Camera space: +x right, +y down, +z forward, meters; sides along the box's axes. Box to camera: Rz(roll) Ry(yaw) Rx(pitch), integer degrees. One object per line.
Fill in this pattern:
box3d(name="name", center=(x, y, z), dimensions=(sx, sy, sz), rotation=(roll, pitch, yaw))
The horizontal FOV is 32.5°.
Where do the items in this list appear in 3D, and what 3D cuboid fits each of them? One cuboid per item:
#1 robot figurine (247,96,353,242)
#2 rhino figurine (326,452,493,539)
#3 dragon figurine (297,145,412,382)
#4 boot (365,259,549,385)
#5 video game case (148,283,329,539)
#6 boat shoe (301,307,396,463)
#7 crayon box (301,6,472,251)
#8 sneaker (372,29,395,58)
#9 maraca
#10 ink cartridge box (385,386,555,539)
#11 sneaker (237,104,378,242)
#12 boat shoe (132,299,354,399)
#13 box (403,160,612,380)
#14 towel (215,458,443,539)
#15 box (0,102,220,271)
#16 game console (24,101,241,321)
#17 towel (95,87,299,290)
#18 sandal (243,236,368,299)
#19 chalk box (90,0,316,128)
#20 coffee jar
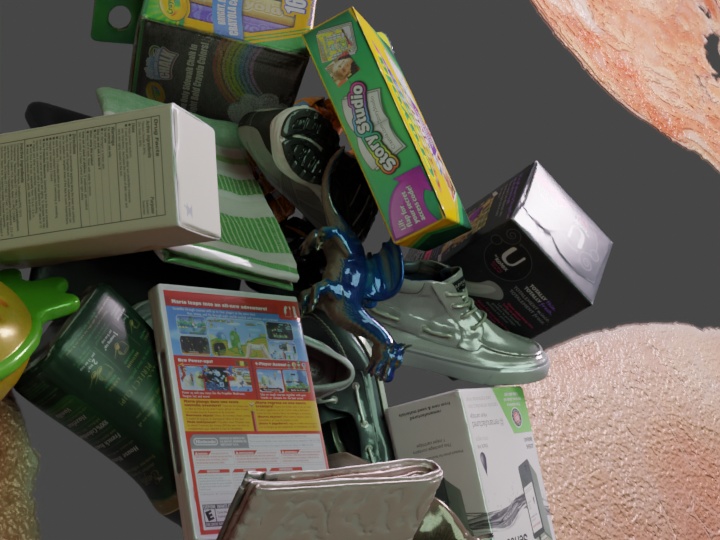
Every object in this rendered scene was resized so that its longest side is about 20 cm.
box3d(name="robot figurine", center=(-0.053, -0.110, 1.249), dimensions=(0.146, 0.058, 0.200), rotation=(55, 40, 0))
box3d(name="rhino figurine", center=(0.036, 0.224, 1.046), dimensions=(0.199, 0.088, 0.060), rotation=(26, 13, 12))
box3d(name="dragon figurine", center=(0.000, 0.000, 1.085), dimensions=(0.099, 0.059, 0.202), rotation=(10, 70, -21))
box3d(name="boot", center=(0.092, 0.046, 1.183), dimensions=(0.198, 0.096, 0.074), rotation=(9, 22, -5))
box3d(name="video game case", center=(-0.090, 0.111, 0.971), dimensions=(0.142, 0.017, 0.202), rotation=(7, 63, -42))
box3d(name="boat shoe", center=(-0.018, 0.124, 1.124), dimensions=(0.062, 0.073, 0.202), rotation=(-14, 80, -51))
box3d(name="crayon box", center=(0.029, -0.122, 1.128), dimensions=(0.201, 0.058, 0.172), rotation=(66, 9, 6))
box3d(name="sneaker", center=(0.008, -0.161, 1.255), dimensions=(0.078, 0.066, 0.202), rotation=(0, 62, -37))
box3d(name="maraca", center=(-0.288, 0.045, 0.880), dimensions=(0.200, 0.136, 0.108), rotation=(-46, 143, -56))
box3d(name="ink cartridge box", center=(0.108, 0.214, 1.132), dimensions=(0.145, 0.083, 0.202), rotation=(6, 69, -60))
box3d(name="sneaker", center=(-0.043, -0.088, 1.146), dimensions=(0.074, 0.079, 0.200), rotation=(-61, 142, -19))
box3d(name="boat shoe", center=(-0.103, 0.068, 1.052), dimensions=(0.200, 0.065, 0.075), rotation=(18, 78, -20))
box3d(name="box", center=(0.136, 0.004, 1.251), dimensions=(0.122, 0.200, 0.106), rotation=(44, 42, -13))
box3d(name="towel", center=(-0.044, 0.231, 0.951), dimensions=(0.190, 0.201, 0.032), rotation=(6, 29, -40))
box3d(name="box", center=(-0.212, -0.059, 0.937), dimensions=(0.078, 0.198, 0.096), rotation=(24, 61, -71))
box3d(name="game console", center=(-0.204, -0.039, 1.090), dimensions=(0.199, 0.117, 0.176), rotation=(15, 25, -38))
box3d(name="towel", center=(-0.139, -0.073, 1.061), dimensions=(0.152, 0.023, 0.201), rotation=(13, 40, -38))
box3d(name="sandal", center=(-0.041, -0.008, 1.176), dimensions=(0.075, 0.048, 0.200), rotation=(22, 18, 27))
box3d(name="chalk box", center=(-0.149, -0.223, 1.158), dimensions=(0.198, 0.125, 0.125), rotation=(14, 53, -9))
box3d(name="coffee jar", center=(-0.167, 0.112, 0.974), dimensions=(0.200, 0.085, 0.105), rotation=(44, 44, -15))
